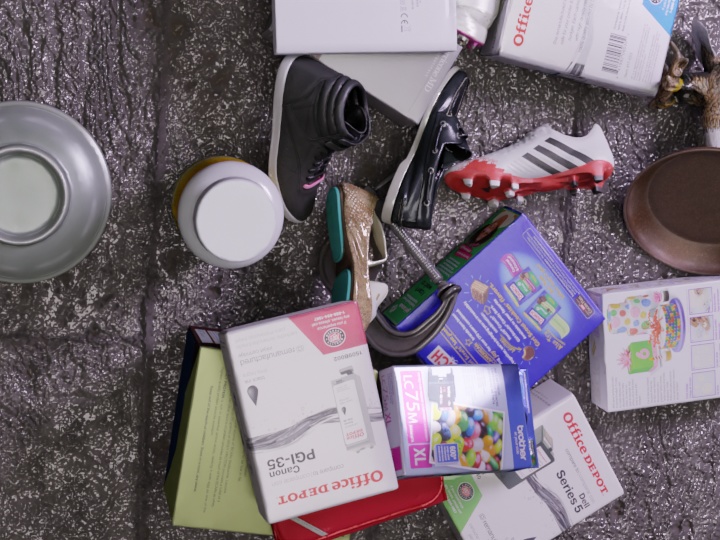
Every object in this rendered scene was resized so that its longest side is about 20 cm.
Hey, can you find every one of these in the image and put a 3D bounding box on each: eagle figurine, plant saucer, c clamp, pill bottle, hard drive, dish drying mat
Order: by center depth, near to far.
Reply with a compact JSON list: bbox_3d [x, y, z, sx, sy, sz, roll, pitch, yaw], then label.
[{"bbox_3d":[-0.142,-0.062,1.439,0.112,0.200,0.114,-2,98,-11],"label":"pill bottle"},{"bbox_3d":[0.004,-0.299,1.443,0.198,0.025,0.133,-3,95,-13],"label":"hard drive"},{"bbox_3d":[-0.003,0.246,1.466,0.198,0.018,0.078,-16,101,-14],"label":"dish drying mat"},{"bbox_3d":[-0.370,-0.083,1.468,0.198,0.050,0.202,-2,98,-12],"label":"plant saucer"},{"bbox_3d":[0.042,-0.010,1.530,0.170,0.027,0.201,-33,71,2],"label":"c clamp"},{"bbox_3d":[0.441,-0.188,1.573,0.198,0.152,0.152,14,126,6],"label":"eagle figurine"},{"bbox_3d":[0.410,-0.076,1.586,0.200,0.200,0.037,32,48,-14],"label":"plant saucer"}]

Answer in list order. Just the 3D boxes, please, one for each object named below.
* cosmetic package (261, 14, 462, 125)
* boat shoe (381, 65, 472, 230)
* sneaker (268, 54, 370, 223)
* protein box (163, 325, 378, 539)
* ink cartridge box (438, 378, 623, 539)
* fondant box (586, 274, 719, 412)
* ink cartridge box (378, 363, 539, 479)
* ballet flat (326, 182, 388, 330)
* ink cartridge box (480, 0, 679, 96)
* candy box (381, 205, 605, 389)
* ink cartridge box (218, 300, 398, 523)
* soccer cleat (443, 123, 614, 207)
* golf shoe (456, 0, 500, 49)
[{"bbox_3d":[0.001,-0.255,1.502,0.199,0.090,0.107,29,89,-11],"label":"cosmetic package"},{"bbox_3d":[0.091,-0.134,1.521,0.066,0.075,0.201,22,71,13],"label":"boat shoe"},{"bbox_3d":[-0.042,-0.131,1.478,0.099,0.071,0.202,19,124,26],"label":"sneaker"},{"bbox_3d":[-0.104,0.181,1.513,0.198,0.135,0.201,8,96,-13],"label":"protein box"},{"bbox_3d":[0.190,0.246,1.610,0.199,0.084,0.146,-31,103,-6],"label":"ink cartridge box"},{"bbox_3d":[0.379,0.085,1.641,0.198,0.058,0.146,-6,99,-12],"label":"fondant box"},{"bbox_3d":[0.118,0.164,1.487,0.198,0.042,0.121,2,75,-31],"label":"ink cartridge box"},{"bbox_3d":[0.000,0.000,1.496,0.065,0.070,0.202,4,76,-20],"label":"ballet flat"},{"bbox_3d":[0.253,-0.294,1.547,0.198,0.086,0.148,12,95,-11],"label":"ink cartridge box"},{"bbox_3d":[0.155,0.055,1.581,0.200,0.077,0.169,-41,104,-5],"label":"candy box"},{"bbox_3d":[-0.053,0.144,1.398,0.145,0.083,0.202,-13,91,-11],"label":"ink cartridge box"},{"bbox_3d":[0.195,-0.128,1.574,0.198,0.069,0.086,-5,66,2],"label":"soccer cleat"},{"bbox_3d":[0.069,-0.331,1.507,0.199,0.075,0.092,31,92,-11],"label":"golf shoe"}]
